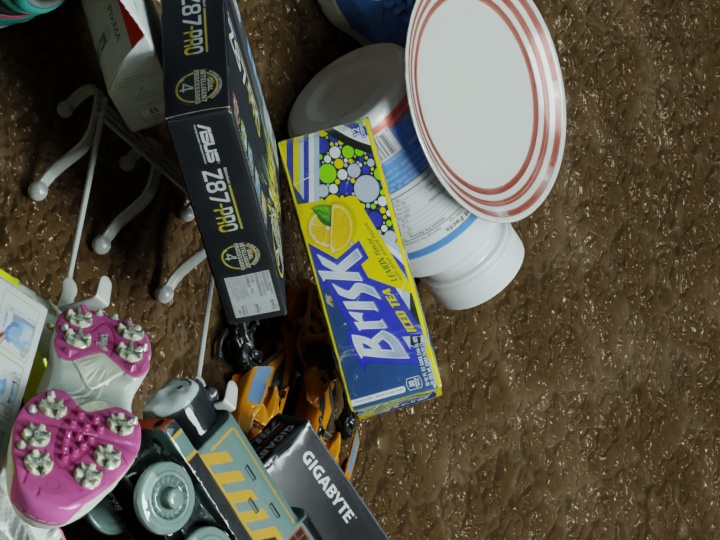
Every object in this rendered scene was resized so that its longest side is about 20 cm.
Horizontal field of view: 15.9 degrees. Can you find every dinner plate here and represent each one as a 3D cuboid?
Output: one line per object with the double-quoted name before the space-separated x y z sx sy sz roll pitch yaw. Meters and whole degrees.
"dinner plate" 0.089 -0.134 1.931 0.200 0.024 0.201 16 69 -49

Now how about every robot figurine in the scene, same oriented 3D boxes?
"robot figurine" -0.046 0.097 1.858 0.145 0.058 0.201 38 55 -36

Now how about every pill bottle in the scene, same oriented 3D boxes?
"pill bottle" 0.041 -0.066 1.965 0.200 0.112 0.112 53 45 -32

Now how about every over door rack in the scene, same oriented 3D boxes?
"over door rack" -0.153 -0.009 1.727 0.148 0.066 0.201 41 31 -39

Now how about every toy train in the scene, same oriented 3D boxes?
"toy train" -0.095 0.166 1.662 0.114 0.085 0.200 -46 114 -35

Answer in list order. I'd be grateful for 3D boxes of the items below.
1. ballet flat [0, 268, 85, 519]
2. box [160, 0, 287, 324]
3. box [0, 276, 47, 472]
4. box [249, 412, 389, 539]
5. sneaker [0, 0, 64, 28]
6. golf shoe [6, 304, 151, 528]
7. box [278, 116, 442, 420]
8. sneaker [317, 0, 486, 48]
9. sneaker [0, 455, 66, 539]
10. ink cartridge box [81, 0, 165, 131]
"ballet flat" -0.202 0.065 1.656 0.067 0.067 0.201 -121 -169 -73
"box" -0.090 -0.089 1.706 0.200 0.049 0.162 76 5 -47
"box" -0.279 0.094 1.523 0.101 0.112 0.201 37 56 -41
"box" -0.063 0.236 1.763 0.198 0.050 0.200 -42 117 -21
"sneaker" -0.253 -0.206 1.614 0.200 0.120 0.084 18 68 -48
"golf shoe" -0.173 0.105 1.546 0.075 0.092 0.200 23 30 -5
"box" 0.000 0.000 1.827 0.064 0.070 0.201 78 -3 -81
"sneaker" 0.048 -0.195 2.002 0.200 0.111 0.077 58 43 -25
"sneaker" -0.218 0.209 1.612 0.087 0.074 0.201 -42 122 -33
"ink cartridge box" -0.172 -0.200 1.667 0.200 0.047 0.161 63 9 -69
